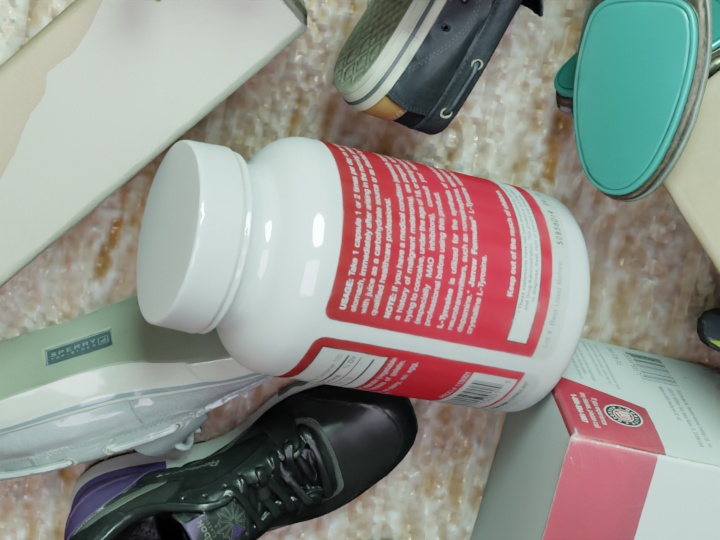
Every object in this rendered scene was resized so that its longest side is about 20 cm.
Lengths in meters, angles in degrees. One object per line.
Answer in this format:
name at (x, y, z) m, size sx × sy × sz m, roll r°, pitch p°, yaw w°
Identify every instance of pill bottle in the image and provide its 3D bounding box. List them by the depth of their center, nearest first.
pill bottle at (0.000, 0.000, 0.745) m, size 0.199 × 0.112 × 0.113 m, roll 11°, pitch 108°, yaw -25°

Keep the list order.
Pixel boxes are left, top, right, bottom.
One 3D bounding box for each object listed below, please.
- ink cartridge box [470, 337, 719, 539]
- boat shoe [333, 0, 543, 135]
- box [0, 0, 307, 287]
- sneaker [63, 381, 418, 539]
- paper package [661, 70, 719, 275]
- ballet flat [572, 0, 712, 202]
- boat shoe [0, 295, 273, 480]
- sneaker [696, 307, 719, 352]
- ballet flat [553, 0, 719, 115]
ink cartridge box at (0.173, 0.137, 0.805) m, size 0.198 × 0.145 × 0.146 m, roll 12°, pitch 107°, yaw -6°
boat shoe at (0.065, -0.152, 0.747) m, size 0.062 × 0.075 × 0.201 m, roll 31°, pitch 97°, yaw -25°
box at (-0.123, -0.088, 0.748) m, size 0.200 × 0.095 × 0.078 m, roll -39°, pitch 104°, yaw 8°
sneaker at (-0.060, 0.122, 0.819) m, size 0.199 × 0.088 × 0.076 m, roll -22°, pitch 107°, yaw 4°
paper package at (0.260, -0.040, 0.703) m, size 0.200 × 0.191 × 0.103 m, roll -37°, pitch 148°, yaw 19°
ballet flat at (0.138, -0.133, 0.711) m, size 0.067 × 0.064 × 0.202 m, roll 12°, pitch 108°, yaw 37°
boat shoe at (-0.116, 0.061, 0.816) m, size 0.199 × 0.070 × 0.072 m, roll -14°, pitch 127°, yaw 0°
sneaker at (0.267, -0.006, 0.812) m, size 0.199 × 0.074 × 0.081 m, roll -19°, pitch 97°, yaw -2°
ballet flat at (0.193, -0.118, 0.769) m, size 0.200 × 0.072 × 0.072 m, roll -33°, pitch 106°, yaw 9°
